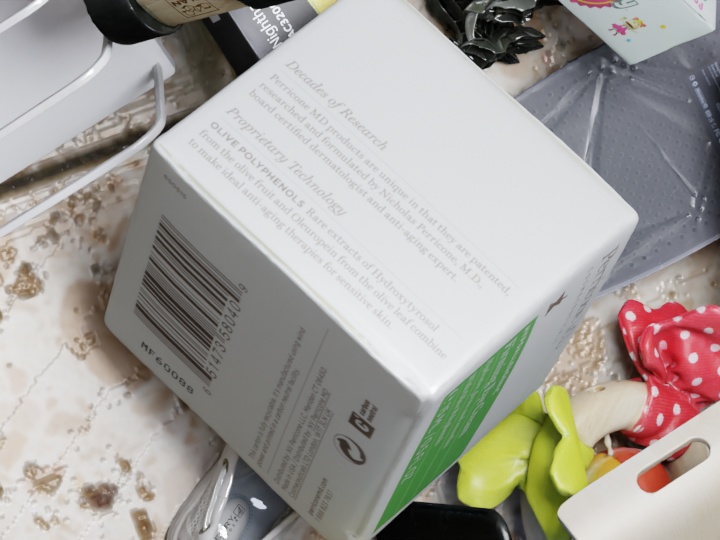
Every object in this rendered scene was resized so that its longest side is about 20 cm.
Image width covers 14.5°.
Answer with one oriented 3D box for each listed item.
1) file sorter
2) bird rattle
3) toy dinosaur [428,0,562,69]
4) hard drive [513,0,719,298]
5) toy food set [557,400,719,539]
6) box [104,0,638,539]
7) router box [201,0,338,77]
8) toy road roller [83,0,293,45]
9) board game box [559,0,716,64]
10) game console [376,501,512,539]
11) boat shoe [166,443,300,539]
[{"bbox_3d":[-0.206,-0.129,1.467,0.139,0.125,0.200,-31,113,8],"label":"file sorter"},{"bbox_3d":[0.147,0.109,1.654,0.200,0.113,0.163,-26,114,-37],"label":"bird rattle"},{"bbox_3d":[0.059,-0.191,1.638,0.200,0.102,0.136,-27,79,-2],"label":"toy dinosaur"},{"bbox_3d":[0.171,-0.075,1.681,0.200,0.042,0.135,-29,96,-19],"label":"hard drive"},{"bbox_3d":[0.181,0.170,1.619,0.143,0.060,0.200,-30,136,-18],"label":"toy food set"},{"bbox_3d":[0.000,0.000,1.493,0.200,0.199,0.171,42,60,12],"label":"box"},{"bbox_3d":[-0.049,-0.227,1.520,0.157,0.052,0.200,-36,98,-17],"label":"router box"},{"bbox_3d":[-0.105,-0.215,1.391,0.200,0.123,0.146,39,51,-41],"label":"toy road roller"},{"bbox_3d":[0.139,-0.241,1.585,0.148,0.064,0.200,38,46,-37],"label":"board game box"},{"bbox_3d":[0.098,0.210,1.558,0.176,0.200,0.116,21,81,-17],"label":"game console"},{"bbox_3d":[-0.035,0.094,1.587,0.071,0.069,0.200,32,77,-13],"label":"boat shoe"}]
